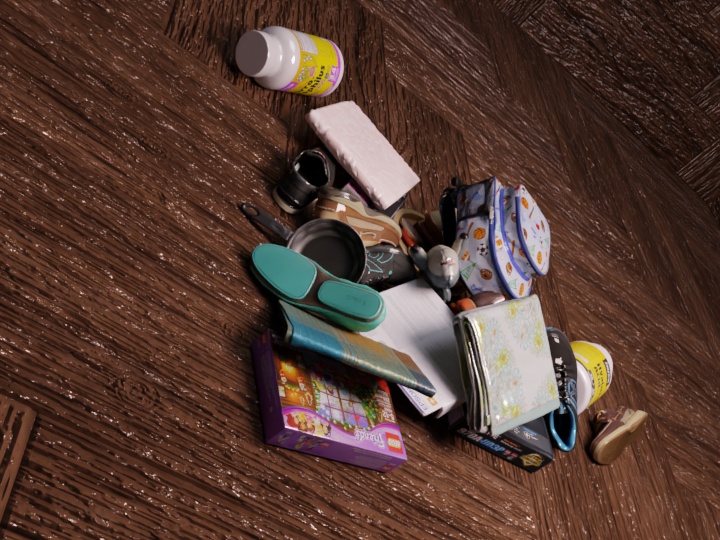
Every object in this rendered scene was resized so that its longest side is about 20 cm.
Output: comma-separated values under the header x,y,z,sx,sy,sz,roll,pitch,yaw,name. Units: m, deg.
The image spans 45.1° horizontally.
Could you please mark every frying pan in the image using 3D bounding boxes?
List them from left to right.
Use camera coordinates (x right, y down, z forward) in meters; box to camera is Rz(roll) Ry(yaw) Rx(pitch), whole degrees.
x,y,z,sx,sy,sz,roll,pitch,yaw,name
-0.085,-0.022,1.204,0.031,0.188,0.116,80,20,-75,frying pan

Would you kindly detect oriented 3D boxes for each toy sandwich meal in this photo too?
x,y,z,sx,sy,sz,roll,pitch,yaw,name
0.141,-0.044,1.517,0.204,0.070,0.206,34,32,-25,toy sandwich meal

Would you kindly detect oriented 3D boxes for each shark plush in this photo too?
x,y,z,sx,sy,sz,roll,pitch,yaw,name
0.118,0.022,1.351,0.090,0.200,0.084,-9,65,-14,shark plush

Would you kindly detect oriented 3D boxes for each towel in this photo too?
x,y,z,sx,sy,sz,roll,pitch,yaw,name
-0.011,0.098,1.081,0.199,0.022,0.147,24,7,-14,towel
0.006,-0.203,1.488,0.200,0.032,0.191,49,26,1,towel
0.211,0.131,1.232,0.199,0.048,0.173,-9,91,-47,towel

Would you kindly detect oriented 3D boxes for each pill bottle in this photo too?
x,y,z,sx,sy,sz,roll,pitch,yaw,name
-0.122,-0.359,1.490,0.199,0.104,0.105,-7,61,-56,pill bottle
0.380,0.186,1.535,0.112,0.111,0.199,56,30,12,pill bottle

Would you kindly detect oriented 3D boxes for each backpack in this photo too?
x,y,z,sx,sy,sz,roll,pitch,yaw,name
0.230,-0.037,1.440,0.200,0.153,0.192,40,52,-39,backpack

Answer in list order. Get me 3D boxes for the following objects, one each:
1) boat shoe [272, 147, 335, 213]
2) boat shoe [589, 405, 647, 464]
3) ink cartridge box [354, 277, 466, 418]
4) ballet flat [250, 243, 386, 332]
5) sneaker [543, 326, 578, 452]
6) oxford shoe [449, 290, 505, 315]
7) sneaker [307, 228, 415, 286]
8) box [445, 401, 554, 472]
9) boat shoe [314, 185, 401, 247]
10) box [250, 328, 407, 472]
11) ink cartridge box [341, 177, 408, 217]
x,y,z,sx,sy,sz,roll,pitch,yaw,name
-0.073,-0.153,1.360,0.074,0.063,0.202,42,28,-4,boat shoe
0.454,0.290,1.578,0.072,0.073,0.199,29,30,31,boat shoe
0.081,0.112,1.238,0.199,0.041,0.200,-16,59,-46,ink cartridge box
-0.058,0.031,1.143,0.199,0.071,0.068,24,66,14,ballet flat
0.322,0.192,1.396,0.082,0.072,0.202,-48,128,-84,sneaker
0.187,0.071,1.370,0.200,0.072,0.072,105,-40,-84,oxford shoe
0.000,0.000,1.287,0.199,0.075,0.080,17,52,-32,sneaker
0.204,0.205,1.337,0.199,0.046,0.160,31,34,-30,box
-0.010,-0.066,1.340,0.075,0.075,0.199,15,-7,38,boat shoe
-0.037,0.162,1.060,0.199,0.039,0.138,23,38,-39,box
0.029,-0.137,1.512,0.095,0.037,0.200,46,27,-5,ink cartridge box
